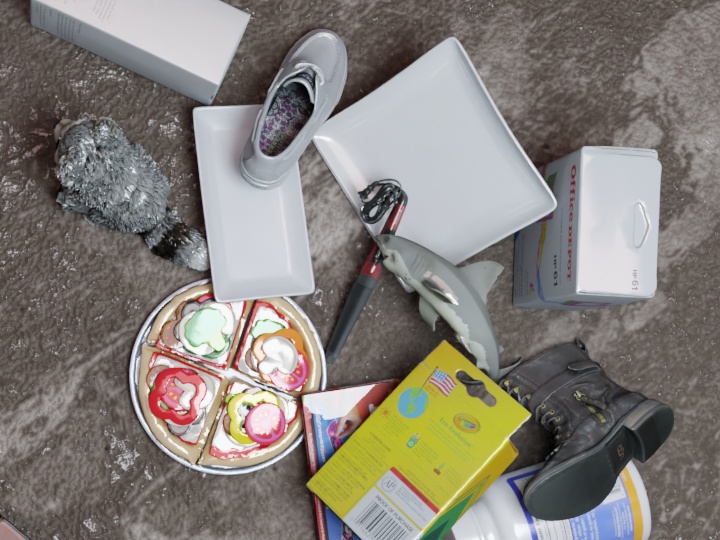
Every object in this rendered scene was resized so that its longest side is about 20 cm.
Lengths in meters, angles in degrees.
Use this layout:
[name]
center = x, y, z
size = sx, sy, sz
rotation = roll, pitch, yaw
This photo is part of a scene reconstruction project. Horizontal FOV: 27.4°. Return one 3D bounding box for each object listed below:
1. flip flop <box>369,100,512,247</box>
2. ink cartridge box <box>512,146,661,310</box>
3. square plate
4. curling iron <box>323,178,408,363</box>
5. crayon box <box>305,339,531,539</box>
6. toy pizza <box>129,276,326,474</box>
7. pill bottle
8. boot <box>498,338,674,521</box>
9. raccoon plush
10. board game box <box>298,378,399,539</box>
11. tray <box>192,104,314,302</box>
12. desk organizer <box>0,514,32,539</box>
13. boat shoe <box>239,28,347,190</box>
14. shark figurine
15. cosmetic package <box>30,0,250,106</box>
[flip flop]
center = 0.090, -0.109, 1.538
size = 0.200, 0.058, 0.081
rotation = 43, 120, 7
[ink cartridge box]
center = 0.224, -0.038, 1.487
size = 0.084, 0.200, 0.145
rotation = 4, 84, -13
[square plate]
center = 0.074, -0.105, 1.496
size = 0.200, 0.028, 0.198
rotation = -31, 91, 31
[curling iron]
center = 0.000, 0.000, 1.509
size = 0.049, 0.026, 0.200
rotation = 19, 98, 12
[crayon box]
center = 0.062, 0.182, 1.438
size = 0.200, 0.051, 0.127
rotation = -46, 61, -5
[toy pizza]
center = -0.131, 0.105, 1.484
size = 0.200, 0.032, 0.201
rotation = 1, 85, -10
[pill bottle]
center = 0.183, 0.254, 1.498
size = 0.200, 0.112, 0.112
rotation = -16, 88, -12
[boot]
center = 0.198, 0.156, 1.489
size = 0.200, 0.174, 0.069
rotation = -30, 127, -23
[raccoon plush]
center = -0.213, -0.082, 1.432
size = 0.200, 0.134, 0.097
rotation = 25, 80, -9
[board game box]
center = 0.001, 0.216, 1.496
size = 0.103, 0.019, 0.201
rotation = -8, 95, -13
[tray]
center = -0.111, -0.069, 1.501
size = 0.107, 0.022, 0.201
rotation = -5, 83, -21
[desk organizer]
center = -0.390, 0.244, 1.400
size = 0.200, 0.072, 0.077
rotation = 41, 76, -6
[boat shoe]
center = -0.064, -0.174, 1.486
size = 0.072, 0.069, 0.200
rotation = 33, 62, -1
[shark figurine]
center = 0.116, 0.038, 1.474
size = 0.089, 0.128, 0.215
rotation = -44, 113, -14
[cosmetic package]
center = -0.220, -0.247, 1.461
size = 0.200, 0.108, 0.085
rotation = 23, 80, -11
